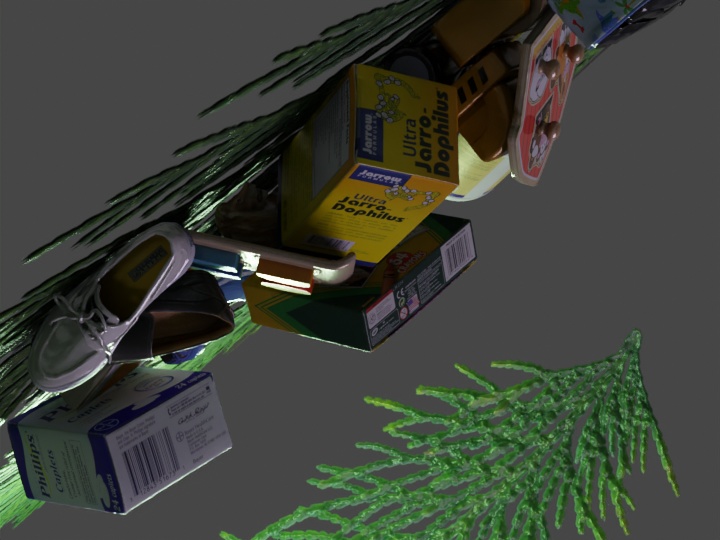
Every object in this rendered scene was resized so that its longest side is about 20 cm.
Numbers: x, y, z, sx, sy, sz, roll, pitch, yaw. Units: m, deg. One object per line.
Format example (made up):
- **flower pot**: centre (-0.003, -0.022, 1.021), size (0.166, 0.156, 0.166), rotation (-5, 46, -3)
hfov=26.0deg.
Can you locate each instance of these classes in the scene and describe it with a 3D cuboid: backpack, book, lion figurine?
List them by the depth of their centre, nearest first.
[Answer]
- **backpack**: centre (0.259, -0.308, 1.458), size (0.200, 0.147, 0.183), rotation (-41, 179, -37)
- **lion figurine**: centre (-0.096, -0.053, 1.665), size (0.122, 0.073, 0.200), rotation (-1, 180, -7)
- **book**: centre (-0.270, 0.083, 1.896), size (0.134, 0.048, 0.200), rotation (-43, 176, 29)

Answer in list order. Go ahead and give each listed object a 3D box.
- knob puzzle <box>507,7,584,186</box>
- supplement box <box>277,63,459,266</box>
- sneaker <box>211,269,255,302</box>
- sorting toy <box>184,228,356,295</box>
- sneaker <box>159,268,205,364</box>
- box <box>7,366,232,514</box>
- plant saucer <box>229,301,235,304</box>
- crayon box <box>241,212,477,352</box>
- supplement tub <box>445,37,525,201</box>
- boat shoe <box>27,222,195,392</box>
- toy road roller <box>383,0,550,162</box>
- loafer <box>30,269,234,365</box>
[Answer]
- **knob puzzle**: centre (0.193, -0.171, 1.565), size (0.220, 0.030, 0.220), rotation (16, 90, -73)
- **supplement box**: centre (0.004, -0.097, 1.515), size (0.109, 0.109, 0.200), rotation (10, 154, -21)
- **sneaker**: centre (-0.108, 0.021, 1.850), size (0.200, 0.089, 0.079), rotation (-18, -174, 19)
- **sorting toy**: centre (-0.106, -0.006, 1.537), size (0.185, 0.199, 0.037), rotation (103, -6, -84)
- **sneaker**: centre (-0.221, 0.051, 1.758), size (0.078, 0.075, 0.200), rotation (-25, 155, -21)
- **box**: centre (-0.294, 0.200, 1.896), size (0.200, 0.105, 0.184), rotation (-1, -160, 42)
- **plant saucer**: centre (-0.127, -0.012, 2.004), size (0.200, 0.032, 0.200), rotation (-35, -173, 5)
- **crayon box**: centre (0.000, 0.000, 1.705), size (0.172, 0.058, 0.200), rotation (13, -142, 37)
- **supplement tub**: centre (0.151, -0.187, 1.924), size (0.145, 0.146, 0.200), rotation (-36, 176, -32)
- **boat shoe**: centre (-0.234, 0.037, 1.412), size (0.202, 0.075, 0.086), rotation (-42, 177, 7)
- **toy road roller**: centre (0.135, -0.201, 1.558), size (0.200, 0.146, 0.123), rotation (-40, 176, 26)
- **loafer**: centre (-0.216, 0.056, 1.503), size (0.200, 0.072, 0.073), rotation (-20, 129, -22)
